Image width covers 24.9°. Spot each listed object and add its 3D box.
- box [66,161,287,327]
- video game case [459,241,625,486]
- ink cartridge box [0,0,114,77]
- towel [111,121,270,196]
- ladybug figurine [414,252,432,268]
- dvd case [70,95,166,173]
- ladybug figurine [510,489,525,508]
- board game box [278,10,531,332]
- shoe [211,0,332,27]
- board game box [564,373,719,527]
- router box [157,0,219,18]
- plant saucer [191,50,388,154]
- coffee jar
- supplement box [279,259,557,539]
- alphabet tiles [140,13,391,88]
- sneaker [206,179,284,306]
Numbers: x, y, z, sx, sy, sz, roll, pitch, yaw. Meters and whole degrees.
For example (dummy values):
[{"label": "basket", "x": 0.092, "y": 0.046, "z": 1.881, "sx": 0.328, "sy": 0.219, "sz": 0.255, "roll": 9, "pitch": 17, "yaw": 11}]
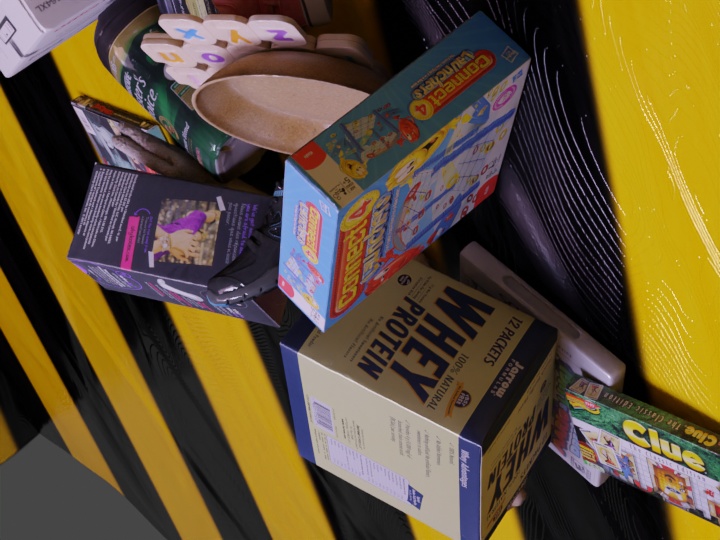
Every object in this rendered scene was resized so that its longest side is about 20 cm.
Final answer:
[{"label": "box", "x": -0.172, "y": -0.026, "z": 1.634, "sx": 0.199, "sy": 0.107, "sz": 0.122, "roll": 12, "pitch": 167, "yaw": 16}, {"label": "video game case", "x": 0.159, "y": 0.087, "z": 1.471, "sx": 0.182, "sy": 0.024, "sz": 0.201, "roll": 41, "pitch": 157, "yaw": 27}, {"label": "ink cartridge box", "x": -0.303, "y": -0.283, "z": 1.641, "sx": 0.085, "sy": 0.146, "sz": 0.200, "roll": 56, "pitch": 158, "yaw": -8}, {"label": "towel", "x": -0.178, "y": -0.103, "z": 1.728, "sx": 0.132, "sy": 0.035, "sz": 0.200, "roll": 24, "pitch": -177, "yaw": -31}, {"label": "ladybug figurine", "x": 0.000, "y": 0.000, "z": 1.586, "sx": 0.200, "sy": 0.072, "sz": 0.136, "roll": 21, "pitch": 143, "yaw": 53}, {"label": "dvd case", "x": -0.272, "y": -0.134, "z": 1.996, "sx": 0.199, "sy": 0.022, "sz": 0.147, "roll": 22, "pitch": 144, "yaw": 50}, {"label": "ladybug figurine", "x": 0.080, "y": 0.162, "z": 1.598, "sx": 0.199, "sy": 0.136, "sz": 0.072, "roll": 31, "pitch": 133, "yaw": 15}, {"label": "board game box", "x": 0.029, "y": -0.071, "z": 1.239, "sx": 0.056, "sy": 0.196, "sz": 0.200, "roll": 44, "pitch": 158, "yaw": 17}, {"label": "shoe", "x": -0.086, "y": -0.265, "z": 1.276, "sx": 0.201, "sy": 0.090, "sz": 0.072, "roll": 72, "pitch": -169, "yaw": -49}, {"label": "board game box", "x": 0.261, "y": 0.159, "z": 1.348, "sx": 0.199, "sy": 0.023, "sz": 0.105, "roll": 23, "pitch": 144, "yaw": 38}, {"label": "router box", "x": -0.124, "y": -0.245, "z": 1.466, "sx": 0.157, "sy": 0.052, "sz": 0.201, "roll": 37, "pitch": 155, "yaw": 32}, {"label": "plant saucer", "x": -0.041, "y": -0.141, "z": 1.367, "sx": 0.199, "sy": 0.036, "sz": 0.200, "roll": 8, "pitch": 166, "yaw": 2}, {"label": "coffee jar", "x": -0.177, "y": -0.185, "z": 1.622, "sx": 0.200, "sy": 0.085, "sz": 0.104, "roll": 45, "pitch": 168, "yaw": 17}, {"label": "supplement box", "x": 0.054, "y": 0.112, "z": 1.447, "sx": 0.199, "sy": 0.135, "sz": 0.201, "roll": 26, "pitch": 150, "yaw": 21}, {"label": "alphabet tiles", "x": -0.078, "y": -0.174, "z": 1.364, "sx": 0.199, "sy": 0.015, "sz": 0.196, "roll": 3, "pitch": 165, "yaw": 21}, {"label": "sneaker", "x": -0.065, "y": -0.039, "z": 1.509, "sx": 0.082, "sy": 0.199, "sz": 0.073, "roll": 56, "pitch": -178, "yaw": 0}]
